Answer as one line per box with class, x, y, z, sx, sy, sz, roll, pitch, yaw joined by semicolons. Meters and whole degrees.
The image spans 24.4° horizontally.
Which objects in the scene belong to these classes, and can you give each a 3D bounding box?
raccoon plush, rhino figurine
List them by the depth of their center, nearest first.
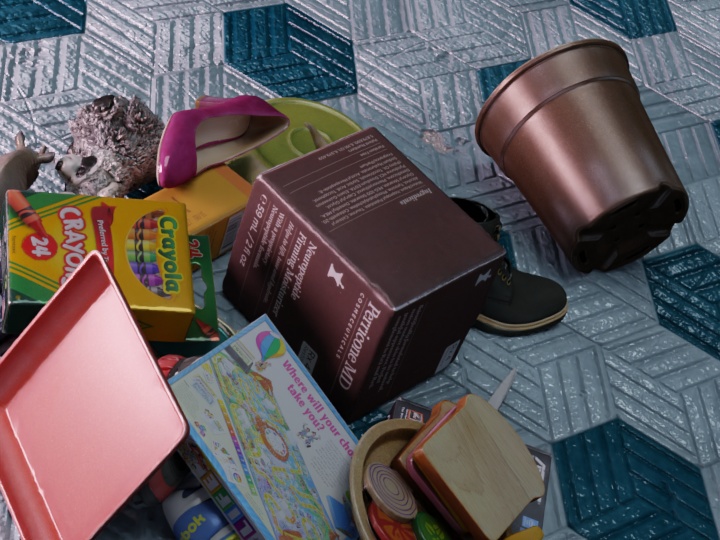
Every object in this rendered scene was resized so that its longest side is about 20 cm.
rhino figurine;-0.351;-0.070;1.594;0.059;0.088;0.200;29;40;6
raccoon plush;-0.217;-0.098;1.694;0.198;0.097;0.135;4;51;-23

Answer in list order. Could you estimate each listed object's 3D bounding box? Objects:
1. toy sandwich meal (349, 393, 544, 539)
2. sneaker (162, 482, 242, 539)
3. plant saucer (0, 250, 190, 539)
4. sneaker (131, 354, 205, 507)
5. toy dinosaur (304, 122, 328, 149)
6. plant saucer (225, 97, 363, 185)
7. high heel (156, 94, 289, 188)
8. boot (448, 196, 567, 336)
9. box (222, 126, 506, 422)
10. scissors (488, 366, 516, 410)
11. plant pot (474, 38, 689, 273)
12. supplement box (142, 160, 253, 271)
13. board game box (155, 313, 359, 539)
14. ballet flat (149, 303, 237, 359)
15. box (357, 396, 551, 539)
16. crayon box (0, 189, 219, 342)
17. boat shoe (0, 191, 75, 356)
toy sandwich meal;0.079;0.197;1.408;0.204;0.070;0.207;28;42;-28
sneaker;-0.089;0.184;1.456;0.082;0.074;0.199;38;41;21
plant saucer;-0.228;0.122;1.377;0.037;0.200;0.201;16;34;-49
sneaker;-0.148;0.130;1.441;0.097;0.071;0.201;-12;24;15
toy dinosaur;-0.008;-0.088;1.744;0.058;0.101;0.201;-10;70;-51
plant saucer;-0.057;-0.131;1.848;0.198;0.031;0.201;14;42;-12
high heel;-0.139;-0.127;1.680;0.095;0.068;0.200;10;22;9
boot;0.144;-0.008;1.726;0.198;0.139;0.078;4;44;-23
box;0.000;0.000;1.622;0.163;0.167;0.200;-25;59;-39
scissors;0.113;0.150;1.633;0.072;0.014;0.201;19;42;-2
plant pot;0.258;-0.118;1.876;0.199;0.201;0.199;-8;57;-32
supplement box;-0.188;-0.036;1.655;0.066;0.069;0.199;38;40;19
board game box;-0.072;0.153;1.403;0.134;0.034;0.201;-33;85;-39
ballet flat;-0.117;0.091;1.560;0.199;0.070;0.069;35;41;10
box;0.083;0.226;1.502;0.160;0.049;0.201;22;45;-6
crayon box;-0.223;-0.003;1.510;0.198;0.051;0.128;3;53;-19
boat shoe;-0.308;0.008;1.552;0.093;0.075;0.200;41;50;10
